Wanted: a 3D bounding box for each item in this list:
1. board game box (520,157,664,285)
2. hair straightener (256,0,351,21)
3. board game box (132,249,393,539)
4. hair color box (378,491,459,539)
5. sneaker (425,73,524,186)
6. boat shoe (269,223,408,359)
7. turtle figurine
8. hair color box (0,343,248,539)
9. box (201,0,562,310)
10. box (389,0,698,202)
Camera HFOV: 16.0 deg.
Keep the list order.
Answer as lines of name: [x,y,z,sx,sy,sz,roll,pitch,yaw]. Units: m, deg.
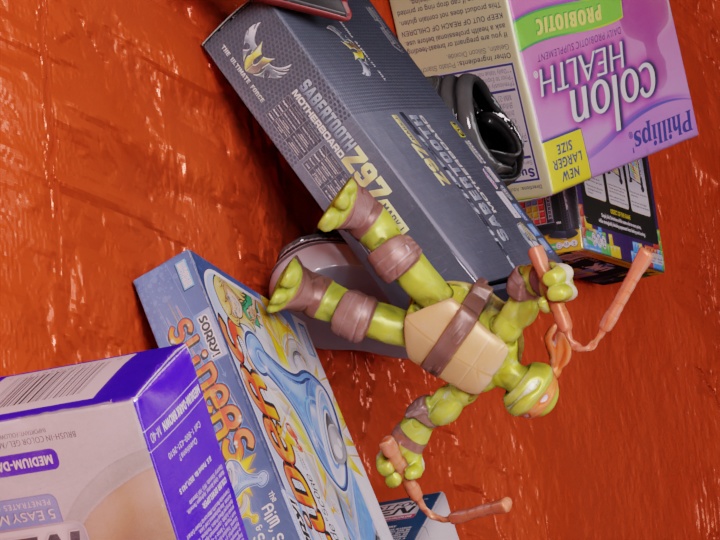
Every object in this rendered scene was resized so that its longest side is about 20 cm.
board game box: [0.156,-0.081,1.850,0.200,0.056,0.167,14,66,-66]
hair straightener: [-0.059,-0.177,1.275,0.199,0.077,0.041,13,45,-41]
board game box: [-0.034,0.098,1.231,0.135,0.034,0.201,34,29,-62]
hair color box: [0.007,0.208,1.339,0.200,0.060,0.101,-52,127,-62]
sneaker: [0.058,-0.032,1.523,0.071,0.099,0.201,-72,147,-53]
boat shoe: [0.000,0.000,1.418,0.200,0.070,0.067,14,44,-60]
turtle figurine: [0.045,0.022,1.262,0.161,0.200,0.064,35,35,-2]
hair color box: [-0.099,0.140,1.039,0.065,0.109,0.201,-50,126,-62]
box: [0.016,-0.060,1.386,0.200,0.051,0.158,53,20,10]
box: [0.115,-0.159,1.654,0.175,0.096,0.201,-21,102,-48]
